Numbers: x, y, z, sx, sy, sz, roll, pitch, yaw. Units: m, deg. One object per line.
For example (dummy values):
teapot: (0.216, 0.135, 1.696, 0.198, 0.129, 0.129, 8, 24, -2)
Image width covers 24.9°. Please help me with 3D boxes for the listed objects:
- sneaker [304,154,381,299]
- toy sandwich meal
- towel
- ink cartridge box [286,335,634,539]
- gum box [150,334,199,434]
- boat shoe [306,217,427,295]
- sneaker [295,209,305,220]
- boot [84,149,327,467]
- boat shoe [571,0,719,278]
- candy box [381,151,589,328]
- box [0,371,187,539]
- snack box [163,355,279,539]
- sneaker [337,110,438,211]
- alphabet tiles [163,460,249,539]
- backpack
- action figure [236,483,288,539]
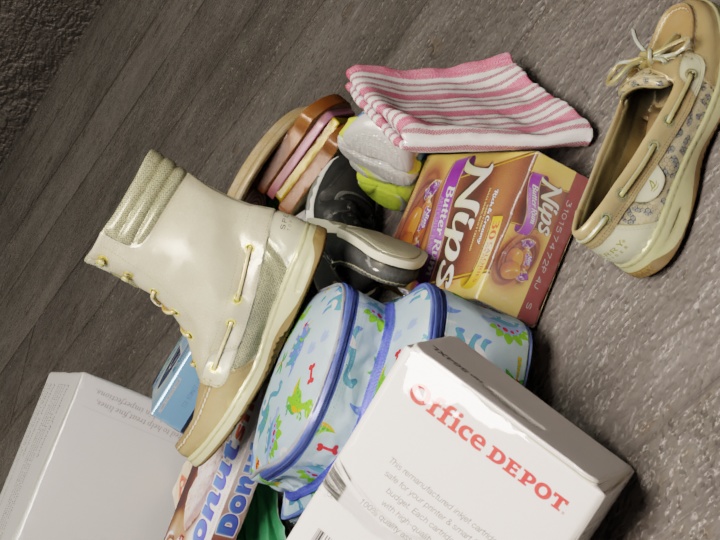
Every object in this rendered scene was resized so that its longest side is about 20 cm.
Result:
sneaker: (-0.003, -0.016, 1.450, 0.087, 0.076, 0.201, -14, 56, 46)
toy sandwich meal: (-0.062, -0.077, 1.576, 0.205, 0.070, 0.205, -54, -13, -19)
towel: (0.078, -0.130, 1.252, 0.200, 0.146, 0.030, -123, 31, -66)
ink cartridge box: (0.048, 0.161, 0.976, 0.200, 0.146, 0.084, -58, -18, 15)
gum box: (-0.119, 0.049, 1.405, 0.170, 0.044, 0.200, -58, 7, -1)
boat shoe: (0.000, 0.000, 1.254, 0.200, 0.072, 0.068, -165, 90, -73)
sneaker: (-0.054, 0.035, 1.520, 0.099, 0.075, 0.201, 17, 78, 44)
boot: (-0.130, 0.028, 1.179, 0.201, 0.154, 0.072, -64, 6, 12)
boat shoe: (0.189, -0.096, 1.053, 0.073, 0.063, 0.201, -28, 41, 59)
candy box: (0.088, -0.027, 1.234, 0.117, 0.056, 0.200, -67, 22, -6)
box: (-0.221, 0.219, 1.502, 0.131, 0.198, 0.201, -7, 60, 65)
snack box: (-0.101, 0.147, 1.253, 0.072, 0.024, 0.201, 27, 96, 59)
sneaker: (0.037, -0.122, 1.374, 0.105, 0.076, 0.200, -57, -5, -9)
alphabet tiles: (-0.128, 0.186, 1.348, 0.196, 0.015, 0.201, -113, 42, -63)
backpack: (0.016, 0.097, 1.134, 0.200, 0.147, 0.184, -25, 44, 61)
action figure: (-0.075, 0.215, 1.297, 0.118, 0.055, 0.201, -39, 50, 45)
